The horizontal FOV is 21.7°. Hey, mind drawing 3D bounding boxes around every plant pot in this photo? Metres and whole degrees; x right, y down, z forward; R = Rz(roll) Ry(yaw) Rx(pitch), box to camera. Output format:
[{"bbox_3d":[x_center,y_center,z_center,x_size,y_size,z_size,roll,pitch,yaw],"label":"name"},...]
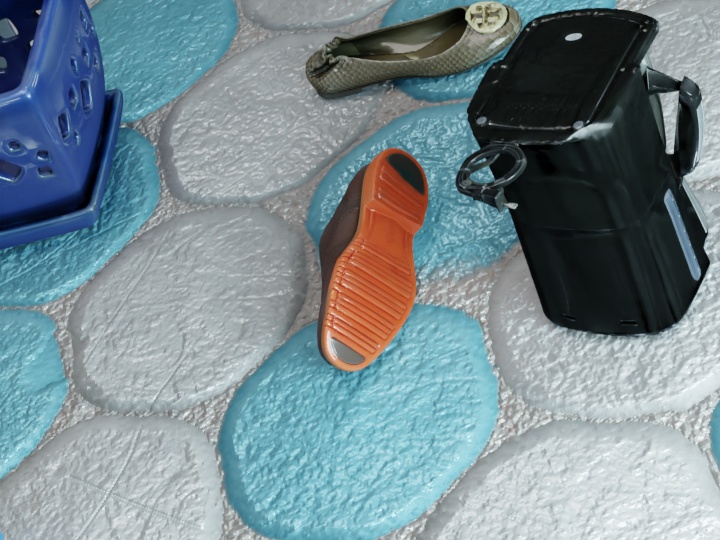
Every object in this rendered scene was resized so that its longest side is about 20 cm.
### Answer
[{"bbox_3d":[-0.324,-0.132,1.681,0.199,0.180,0.201,-12,42,16],"label":"plant pot"}]

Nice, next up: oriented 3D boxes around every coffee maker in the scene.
[{"bbox_3d":[0.152,-0.051,1.314,0.192,0.201,0.134,-40,39,-18],"label":"coffee maker"}]

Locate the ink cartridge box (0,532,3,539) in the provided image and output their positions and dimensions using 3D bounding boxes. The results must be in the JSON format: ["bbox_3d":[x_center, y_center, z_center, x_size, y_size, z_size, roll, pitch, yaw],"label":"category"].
[{"bbox_3d":[-0.357,0.237,1.361,0.067,0.116,0.201,4,50,33],"label":"ink cartridge box"}]

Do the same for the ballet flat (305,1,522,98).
[{"bbox_3d":[0.043,-0.200,1.651,0.199,0.046,0.068,-12,43,18],"label":"ballet flat"}]

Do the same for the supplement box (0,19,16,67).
[{"bbox_3d":[-0.417,-0.228,1.895,0.103,0.101,0.200,-39,42,-14],"label":"supplement box"}]

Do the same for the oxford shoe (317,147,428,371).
[{"bbox_3d":[0.000,0.000,1.467,0.072,0.071,0.201,-29,33,46],"label":"oxford shoe"}]
